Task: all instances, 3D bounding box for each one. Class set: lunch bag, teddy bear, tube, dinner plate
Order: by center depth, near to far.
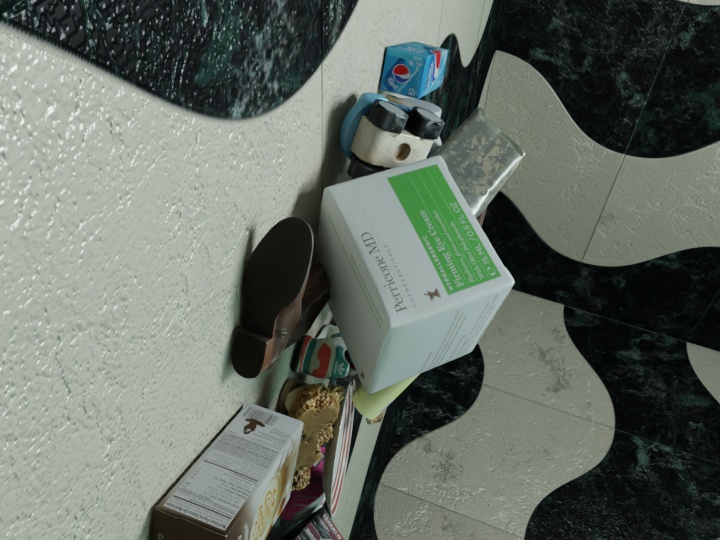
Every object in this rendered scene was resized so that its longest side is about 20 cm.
[{"bbox_3d":[-0.091,0.224,0.864,0.142,0.067,0.204,-14,135,-28],"label":"teddy bear"},{"bbox_3d":[0.068,0.137,0.965,0.200,0.058,0.052,-46,154,16],"label":"tube"},{"bbox_3d":[-0.034,0.265,0.989,0.200,0.024,0.206,8,90,-83],"label":"dinner plate"},{"bbox_3d":[0.135,-0.124,1.004,0.164,0.117,0.200,-47,178,-23],"label":"lunch bag"}]

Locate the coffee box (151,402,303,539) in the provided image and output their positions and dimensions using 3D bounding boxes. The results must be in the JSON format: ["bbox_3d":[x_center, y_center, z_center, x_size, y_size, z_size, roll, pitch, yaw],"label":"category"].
[{"bbox_3d":[-0.138,0.249,0.698,0.200,0.078,0.117,-49,152,-65],"label":"coffee box"}]

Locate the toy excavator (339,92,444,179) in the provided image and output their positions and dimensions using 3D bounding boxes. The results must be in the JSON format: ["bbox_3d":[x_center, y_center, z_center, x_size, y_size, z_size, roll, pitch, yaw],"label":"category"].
[{"bbox_3d":[0.036,-0.204,0.905,0.191,0.201,0.101,1,126,-38],"label":"toy excavator"}]

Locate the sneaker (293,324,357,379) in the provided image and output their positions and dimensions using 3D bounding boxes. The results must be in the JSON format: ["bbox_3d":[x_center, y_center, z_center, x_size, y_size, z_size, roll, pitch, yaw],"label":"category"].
[{"bbox_3d":[-0.034,0.135,1.012,0.200,0.091,0.072,0,106,-78],"label":"sneaker"}]

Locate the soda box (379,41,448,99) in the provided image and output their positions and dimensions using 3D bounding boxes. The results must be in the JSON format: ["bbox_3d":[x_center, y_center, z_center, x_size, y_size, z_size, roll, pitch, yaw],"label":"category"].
[{"bbox_3d":[0.091,-0.330,1.063,0.200,0.066,0.066,-52,155,-62],"label":"soda box"}]

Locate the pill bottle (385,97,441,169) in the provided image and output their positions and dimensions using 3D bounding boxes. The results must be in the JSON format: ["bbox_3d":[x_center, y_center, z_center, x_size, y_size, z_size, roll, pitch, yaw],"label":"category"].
[{"bbox_3d":[0.076,-0.177,1.095,0.109,0.106,0.205,-53,155,-60],"label":"pill bottle"}]

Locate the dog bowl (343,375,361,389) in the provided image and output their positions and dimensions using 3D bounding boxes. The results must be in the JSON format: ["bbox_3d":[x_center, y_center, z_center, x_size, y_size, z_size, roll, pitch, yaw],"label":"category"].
[{"bbox_3d":[0.016,0.108,1.144,0.203,0.058,0.201,-61,-167,25],"label":"dog bowl"}]

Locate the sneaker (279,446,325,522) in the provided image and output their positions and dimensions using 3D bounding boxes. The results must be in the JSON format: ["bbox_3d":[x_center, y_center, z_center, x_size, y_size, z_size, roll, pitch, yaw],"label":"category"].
[{"bbox_3d":[-0.091,0.372,1.087,0.200,0.079,0.091,-28,131,-74],"label":"sneaker"}]

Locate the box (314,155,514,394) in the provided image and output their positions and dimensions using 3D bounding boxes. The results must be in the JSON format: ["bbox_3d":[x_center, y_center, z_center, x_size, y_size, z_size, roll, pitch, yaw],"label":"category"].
[{"bbox_3d":[0.054,0.007,0.825,0.202,0.167,0.202,103,-34,-59],"label":"box"}]

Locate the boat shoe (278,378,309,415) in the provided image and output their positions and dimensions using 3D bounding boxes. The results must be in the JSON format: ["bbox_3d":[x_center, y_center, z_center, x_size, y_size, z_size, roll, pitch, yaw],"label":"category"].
[{"bbox_3d":[-0.074,0.220,1.000,0.201,0.069,0.072,75,32,-71],"label":"boat shoe"}]

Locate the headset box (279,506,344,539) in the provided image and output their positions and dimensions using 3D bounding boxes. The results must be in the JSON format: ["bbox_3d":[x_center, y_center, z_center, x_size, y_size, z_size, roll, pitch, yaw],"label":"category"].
[{"bbox_3d":[-0.108,0.439,0.946,0.148,0.078,0.200,-39,169,6],"label":"headset box"}]

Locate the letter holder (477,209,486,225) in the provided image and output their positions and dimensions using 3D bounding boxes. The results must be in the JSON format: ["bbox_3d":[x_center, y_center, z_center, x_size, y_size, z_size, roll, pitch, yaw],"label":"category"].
[{"bbox_3d":[0.136,-0.129,1.216,0.101,0.195,0.146,-41,146,-69],"label":"letter holder"}]

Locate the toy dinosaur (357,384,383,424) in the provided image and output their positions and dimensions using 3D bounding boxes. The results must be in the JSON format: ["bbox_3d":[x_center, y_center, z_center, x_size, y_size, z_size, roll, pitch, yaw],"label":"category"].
[{"bbox_3d":[0.048,0.146,1.033,0.203,0.104,0.061,-60,-163,16],"label":"toy dinosaur"}]

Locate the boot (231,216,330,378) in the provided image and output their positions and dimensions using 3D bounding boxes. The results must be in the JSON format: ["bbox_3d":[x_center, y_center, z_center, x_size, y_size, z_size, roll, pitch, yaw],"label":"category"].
[{"bbox_3d":[-0.069,0.012,0.753,0.190,0.063,0.200,-65,169,19],"label":"boot"}]
